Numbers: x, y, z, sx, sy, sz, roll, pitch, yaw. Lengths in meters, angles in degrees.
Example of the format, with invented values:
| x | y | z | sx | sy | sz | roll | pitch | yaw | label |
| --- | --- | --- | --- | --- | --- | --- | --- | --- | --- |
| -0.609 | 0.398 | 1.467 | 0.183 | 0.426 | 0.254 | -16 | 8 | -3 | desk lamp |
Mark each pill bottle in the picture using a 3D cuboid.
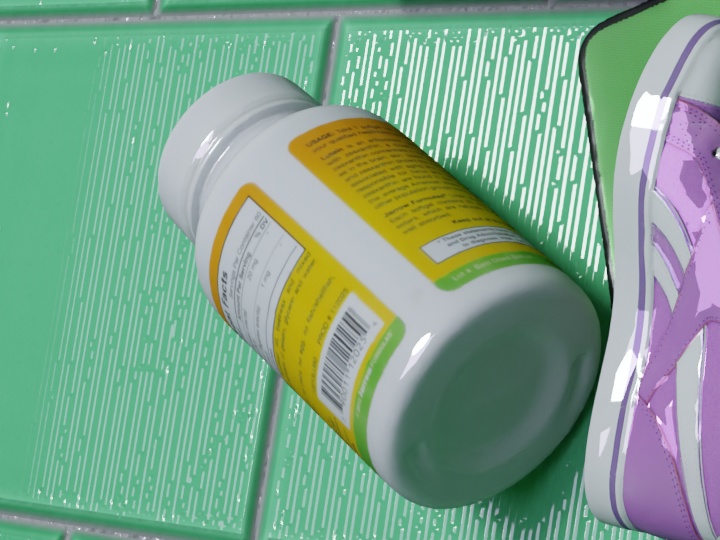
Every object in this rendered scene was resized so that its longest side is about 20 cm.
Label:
| x | y | z | sx | sy | sz | roll | pitch | yaw | label |
| --- | --- | --- | --- | --- | --- | --- | --- | --- | --- |
| 0.000 | 0.000 | 1.178 | 0.200 | 0.111 | 0.111 | 43 | 108 | 40 | pill bottle |

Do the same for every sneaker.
| x | y | z | sx | sy | sz | roll | pitch | yaw | label |
| --- | --- | --- | --- | --- | --- | --- | --- | --- | --- |
| 0.155 | 0.006 | 1.061 | 0.114 | 0.072 | 0.202 | 8 | 95 | 39 | sneaker |

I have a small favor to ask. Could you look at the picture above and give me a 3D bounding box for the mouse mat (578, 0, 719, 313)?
| x | y | z | sx | sy | sz | roll | pitch | yaw | label |
| --- | --- | --- | --- | --- | --- | --- | --- | --- | --- |
| 0.172 | -0.055 | 1.106 | 0.199 | 0.008 | 0.162 | -21 | 66 | 36 | mouse mat |
